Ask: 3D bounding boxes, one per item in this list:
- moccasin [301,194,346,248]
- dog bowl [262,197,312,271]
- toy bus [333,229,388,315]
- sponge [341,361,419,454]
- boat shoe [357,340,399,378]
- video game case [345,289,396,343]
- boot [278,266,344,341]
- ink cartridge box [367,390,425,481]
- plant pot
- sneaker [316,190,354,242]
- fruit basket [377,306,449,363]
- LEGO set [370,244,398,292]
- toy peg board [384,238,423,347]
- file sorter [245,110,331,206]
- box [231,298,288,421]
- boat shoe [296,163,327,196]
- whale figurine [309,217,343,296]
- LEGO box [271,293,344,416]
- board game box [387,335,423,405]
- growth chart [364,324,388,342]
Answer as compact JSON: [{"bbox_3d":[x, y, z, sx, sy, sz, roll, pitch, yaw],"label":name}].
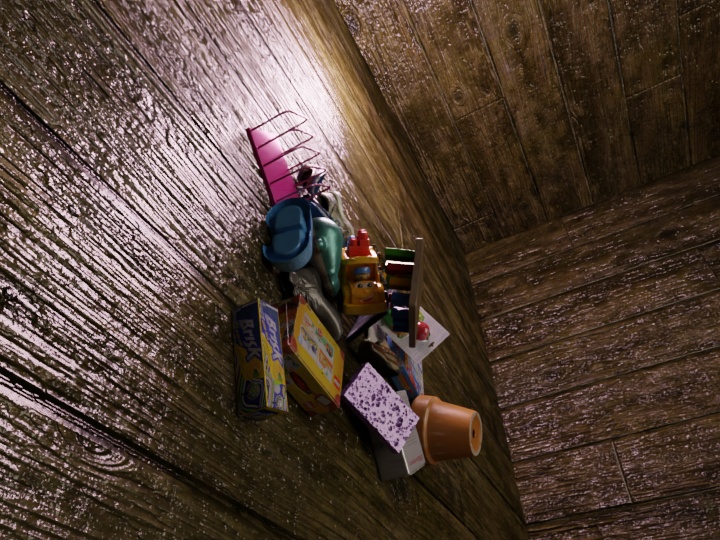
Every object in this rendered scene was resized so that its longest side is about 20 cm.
[{"bbox_3d":[-0.095,-0.131,1.489,0.202,0.079,0.069,60,16,-29],"label":"moccasin"},{"bbox_3d":[-0.160,-0.080,1.218,0.050,0.109,0.202,69,13,-47],"label":"dog bowl"},{"bbox_3d":[0.000,0.000,1.380,0.200,0.133,0.196,-115,-155,-68],"label":"toy bus"},{"bbox_3d":[0.048,0.336,1.310,0.200,0.030,0.112,48,53,-6],"label":"sponge"},{"bbox_3d":[0.050,0.238,1.503,0.200,0.074,0.075,50,34,-51],"label":"boat shoe"},{"bbox_3d":[0.036,0.118,1.497,0.019,0.142,0.200,48,21,-4],"label":"video game case"},{"bbox_3d":[-0.120,0.086,1.233,0.202,0.067,0.130,63,23,5],"label":"boot"},{"bbox_3d":[0.089,0.430,1.403,0.145,0.086,0.203,18,52,-65],"label":"ink cartridge box"},{"bbox_3d":[0.260,0.481,1.599,0.199,0.180,0.204,16,71,-59],"label":"plant pot"},{"bbox_3d":[-0.085,-0.145,1.569,0.088,0.076,0.203,2,63,-56],"label":"sneaker"},{"bbox_3d":[0.155,0.178,1.667,0.200,0.094,0.184,46,48,13],"label":"fruit basket"},{"bbox_3d":[0.029,0.031,1.678,0.203,0.114,0.154,68,-11,-15],"label":"LEGO set"},{"bbox_3d":[0.103,0.056,1.350,0.201,0.096,0.202,82,16,-53],"label":"toy peg board"},{"bbox_3d":[-0.172,-0.278,1.342,0.139,0.124,0.203,-14,84,-69],"label":"file sorter"},{"bbox_3d":[-0.182,0.159,0.962,0.070,0.063,0.203,39,34,-56],"label":"box"},{"bbox_3d":[-0.142,-0.258,1.498,0.071,0.073,0.200,24,15,-7],"label":"boat shoe"},{"bbox_3d":[-0.081,-0.040,1.343,0.160,0.102,0.203,78,-8,-67],"label":"whale figurine"},{"bbox_3d":[-0.115,0.177,1.109,0.201,0.076,0.150,58,22,-31],"label":"LEGO box"},{"bbox_3d":[0.145,0.302,1.720,0.202,0.055,0.197,-87,155,-50],"label":"board game box"},{"bbox_3d":[0.050,0.219,1.621,0.146,0.017,0.201,62,20,-23],"label":"growth chart"}]
